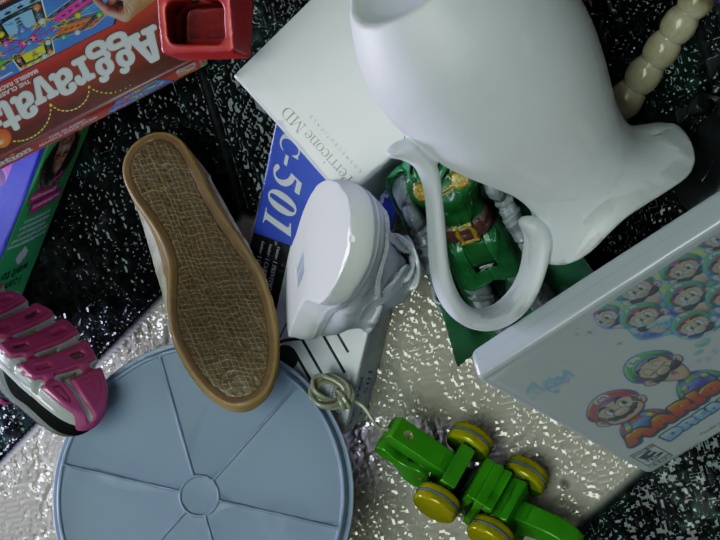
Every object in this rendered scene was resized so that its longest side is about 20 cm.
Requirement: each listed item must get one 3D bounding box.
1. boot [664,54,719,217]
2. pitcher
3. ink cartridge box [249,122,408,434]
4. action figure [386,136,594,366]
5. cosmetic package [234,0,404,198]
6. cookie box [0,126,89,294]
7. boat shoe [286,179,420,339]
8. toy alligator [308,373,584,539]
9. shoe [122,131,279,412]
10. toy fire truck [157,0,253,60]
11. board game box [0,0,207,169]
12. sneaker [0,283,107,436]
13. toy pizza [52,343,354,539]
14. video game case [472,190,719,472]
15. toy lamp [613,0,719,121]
[{"bbox_3d":[0.275,-0.068,1.227,0.198,0.073,0.163,34,111,18],"label":"boot"},{"bbox_3d":[0.069,-0.078,1.173,0.172,0.121,0.200,-50,122,-8],"label":"pitcher"},{"bbox_3d":[-0.023,-0.006,1.383,0.093,0.044,0.202,18,108,17],"label":"ink cartridge box"},{"bbox_3d":[0.071,-0.015,1.280,0.117,0.055,0.201,-22,129,16],"label":"action figure"},{"bbox_3d":[0.035,-0.144,1.281,0.200,0.085,0.108,-45,83,7],"label":"cosmetic package"},{"bbox_3d":[-0.290,-0.072,1.466,0.170,0.075,0.201,30,112,13],"label":"cookie box"},{"bbox_3d":[0.000,0.000,1.259,0.068,0.200,0.073,0,69,-10],"label":"boat shoe"},{"bbox_3d":[0.051,0.129,1.371,0.199,0.060,0.054,31,155,5],"label":"toy alligator"},{"bbox_3d":[-0.096,0.003,1.374,0.069,0.053,0.201,-23,66,4],"label":"shoe"},{"bbox_3d":[-0.069,-0.224,1.287,0.048,0.141,0.202,0,90,23],"label":"toy fire truck"},{"bbox_3d":[-0.209,-0.132,1.380,0.199,0.019,0.103,-28,73,-6],"label":"board game box"},{"bbox_3d":[-0.248,0.060,1.399,0.199,0.074,0.088,32,116,20],"label":"sneaker"},{"bbox_3d":[-0.100,0.146,1.380,0.198,0.032,0.202,-2,81,9],"label":"toy pizza"},{"bbox_3d":[0.194,0.037,1.238,0.199,0.182,0.024,-34,49,26],"label":"video game case"},{"bbox_3d":[0.174,-0.126,1.266,0.058,0.058,0.201,38,112,11],"label":"toy lamp"}]
